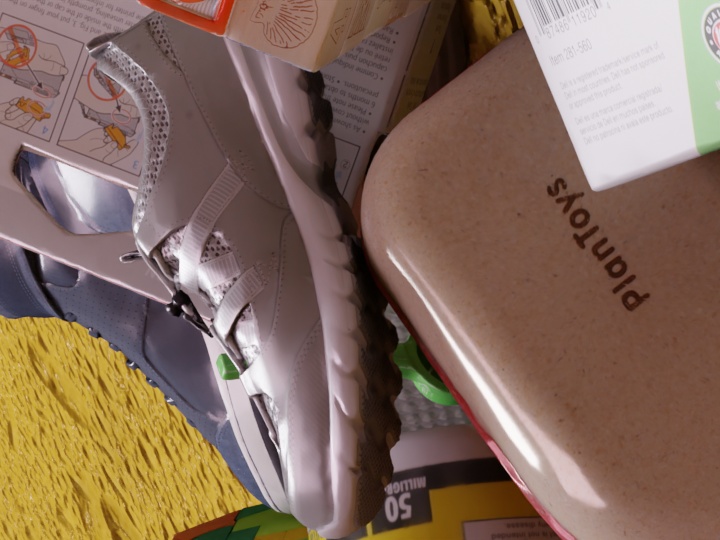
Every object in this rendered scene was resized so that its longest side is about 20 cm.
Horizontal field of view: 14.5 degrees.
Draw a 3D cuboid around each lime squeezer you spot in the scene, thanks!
[{"bbox_3d":[0.033,0.045,1.063,0.070,0.200,0.038,-22,59,31],"label":"lime squeezer"}]

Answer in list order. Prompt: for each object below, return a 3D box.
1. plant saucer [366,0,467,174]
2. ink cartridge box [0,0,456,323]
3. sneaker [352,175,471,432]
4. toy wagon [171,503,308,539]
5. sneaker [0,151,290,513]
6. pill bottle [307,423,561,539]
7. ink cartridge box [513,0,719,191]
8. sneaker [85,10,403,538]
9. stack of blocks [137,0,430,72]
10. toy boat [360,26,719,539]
[{"bbox_3d":[-0.024,-0.121,1.147,0.200,0.029,0.201,44,147,39],"label":"plant saucer"},{"bbox_3d":[-0.075,-0.086,1.039,0.199,0.045,0.177,21,96,13],"label":"ink cartridge box"},{"bbox_3d":[0.000,0.000,1.121,0.075,0.200,0.105,-38,34,27],"label":"sneaker"},{"bbox_3d":[-0.027,0.122,1.215,0.200,0.154,0.040,-63,-41,-83],"label":"toy wagon"},{"bbox_3d":[-0.103,0.020,1.199,0.145,0.077,0.203,-12,114,26],"label":"sneaker"},{"bbox_3d":[0.044,0.164,1.020,0.111,0.111,0.201,133,133,-64],"label":"pill bottle"},{"bbox_3d":[0.092,-0.139,0.827,0.146,0.084,0.201,-18,95,65],"label":"ink cartridge box"},{"bbox_3d":[-0.039,-0.002,0.971,0.075,0.081,0.201,46,-151,-72],"label":"sneaker"},{"bbox_3d":[-0.032,-0.125,0.897,0.115,0.200,0.059,22,108,8],"label":"stack of blocks"},{"bbox_3d":[0.096,0.018,0.954,0.200,0.130,0.131,55,-176,23],"label":"toy boat"}]
